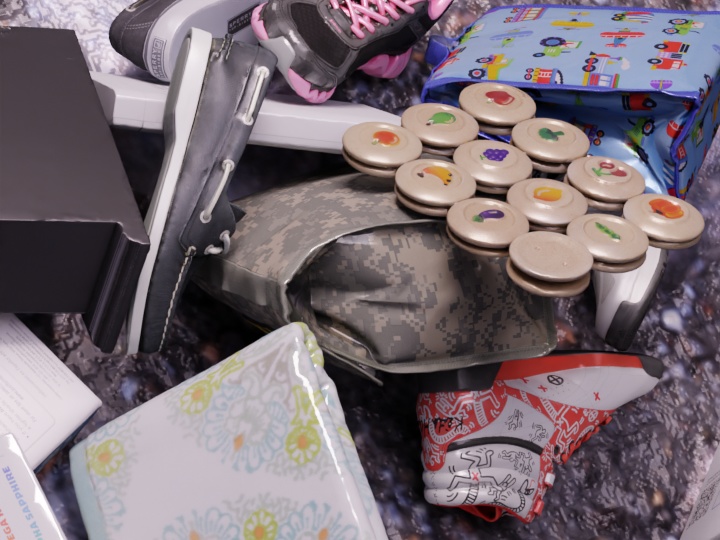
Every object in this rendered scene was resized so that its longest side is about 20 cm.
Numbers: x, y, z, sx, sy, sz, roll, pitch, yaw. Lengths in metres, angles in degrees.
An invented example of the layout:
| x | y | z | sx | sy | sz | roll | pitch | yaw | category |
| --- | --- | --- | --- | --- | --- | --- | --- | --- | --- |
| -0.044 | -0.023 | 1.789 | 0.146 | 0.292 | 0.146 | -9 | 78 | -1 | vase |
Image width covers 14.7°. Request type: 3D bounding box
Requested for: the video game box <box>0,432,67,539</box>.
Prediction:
| x | y | z | sx | sy | sz | roll | pitch | yaw | category |
| --- | --- | --- | --- | --- | --- | --- | --- | --- | --- |
| -0.164 | 0.208 | 1.540 | 0.047 | 0.200 | 0.182 | -22 | 66 | -12 | video game box |

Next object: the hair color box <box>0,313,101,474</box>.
| x | y | z | sx | sy | sz | roll | pitch | yaw | category |
| --- | --- | --- | --- | --- | --- | --- | --- | --- | --- |
| -0.257 | 0.115 | 1.643 | 0.100 | 0.061 | 0.200 | 45 | 57 | 1 | hair color box |

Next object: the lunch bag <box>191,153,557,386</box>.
| x | y | z | sx | sy | sz | roll | pitch | yaw | category |
| --- | --- | --- | --- | --- | --- | --- | --- | --- | --- |
| 0.000 | 0.000 | 1.740 | 0.200 | 0.164 | 0.118 | -7 | 106 | -26 | lunch bag |

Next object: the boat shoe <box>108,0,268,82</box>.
| x | y | z | sx | sy | sz | roll | pitch | yaw | category |
| --- | --- | --- | --- | --- | --- | --- | --- | --- | --- |
| -0.090 | -0.176 | 1.851 | 0.066 | 0.070 | 0.200 | 21 | 37 | 30 | boat shoe |

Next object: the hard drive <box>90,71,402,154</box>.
| x | y | z | sx | sy | sz | roll | pitch | yaw | category |
| --- | --- | --- | --- | --- | --- | --- | --- | --- | --- |
| -0.075 | -0.099 | 1.784 | 0.200 | 0.132 | 0.027 | 5 | 98 | -19 | hard drive |

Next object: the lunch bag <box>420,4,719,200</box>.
| x | y | z | sx | sy | sz | roll | pitch | yaw | category |
| --- | --- | --- | --- | --- | --- | --- | --- | --- | --- |
| 0.139 | -0.128 | 1.870 | 0.200 | 0.094 | 0.151 | 15 | 30 | 12 | lunch bag |

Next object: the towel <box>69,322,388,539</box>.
| x | y | z | sx | sy | sz | roll | pitch | yaw | category |
| --- | --- | --- | --- | --- | --- | --- | --- | --- | --- |
| -0.071 | 0.154 | 1.619 | 0.048 | 0.171 | 0.200 | 29 | 37 | -62 | towel |

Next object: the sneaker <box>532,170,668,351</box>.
| x | y | z | sx | sy | sz | roll | pitch | yaw | category |
| --- | --- | --- | --- | --- | --- | --- | --- | --- | --- |
| 0.145 | -0.030 | 1.878 | 0.115 | 0.076 | 0.201 | 17 | 40 | -4 | sneaker |

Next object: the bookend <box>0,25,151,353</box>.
| x | y | z | sx | sy | sz | roll | pitch | yaw | category |
| --- | --- | --- | --- | --- | --- | --- | --- | --- | --- |
| -0.250 | -0.052 | 1.663 | 0.198 | 0.092 | 0.200 | 0 | 43 | -26 | bookend |

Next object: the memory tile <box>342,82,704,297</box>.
| x | y | z | sx | sy | sz | roll | pitch | yaw | category |
| --- | --- | --- | --- | --- | --- | --- | --- | --- | --- |
| 0.097 | -0.053 | 1.695 | 0.153 | 0.017 | 0.200 | -20 | 43 | -37 | memory tile |

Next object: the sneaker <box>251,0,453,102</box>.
| x | y | z | sx | sy | sz | roll | pitch | yaw | category |
| --- | --- | --- | --- | --- | --- | --- | --- | --- | --- |
| 0.002 | -0.169 | 1.828 | 0.079 | 0.095 | 0.200 | 56 | 27 | 3 | sneaker |

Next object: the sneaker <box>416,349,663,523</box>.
| x | y | z | sx | sy | sz | roll | pitch | yaw | category |
| --- | --- | --- | --- | --- | --- | --- | --- | --- | --- |
| 0.116 | 0.107 | 1.817 | 0.201 | 0.067 | 0.108 | -1 | 90 | -41 | sneaker |

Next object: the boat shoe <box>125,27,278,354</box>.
| x | y | z | sx | sy | sz | roll | pitch | yaw | category |
| --- | --- | --- | --- | --- | --- | --- | --- | --- | --- |
| -0.096 | -0.043 | 1.673 | 0.060 | 0.076 | 0.200 | 13 | 94 | -11 | boat shoe |

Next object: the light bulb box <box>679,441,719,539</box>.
| x | y | z | sx | sy | sz | roll | pitch | yaw | category |
| --- | --- | --- | --- | --- | --- | --- | --- | --- | --- |
| 0.321 | 0.118 | 1.817 | 0.125 | 0.198 | 0.200 | 30 | 59 | -6 | light bulb box |
